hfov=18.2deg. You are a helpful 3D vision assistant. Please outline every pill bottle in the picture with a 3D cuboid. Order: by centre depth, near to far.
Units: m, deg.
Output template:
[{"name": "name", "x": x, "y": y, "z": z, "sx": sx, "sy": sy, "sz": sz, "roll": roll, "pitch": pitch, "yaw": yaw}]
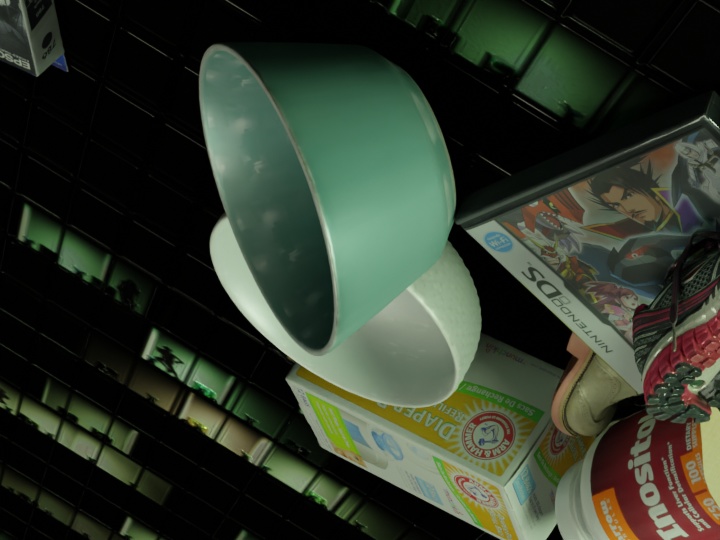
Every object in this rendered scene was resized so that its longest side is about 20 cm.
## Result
[{"name": "pill bottle", "x": 0.220, "y": 0.140, "z": 1.497, "sx": 0.113, "sy": 0.113, "sz": 0.200, "roll": 37, "pitch": 146, "yaw": -13}]

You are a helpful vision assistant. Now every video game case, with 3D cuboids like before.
[{"name": "video game case", "x": 0.185, "y": -0.010, "z": 1.329, "sx": 0.181, "sy": 0.026, "sz": 0.200, "roll": 42, "pitch": 140, "yaw": -24}]

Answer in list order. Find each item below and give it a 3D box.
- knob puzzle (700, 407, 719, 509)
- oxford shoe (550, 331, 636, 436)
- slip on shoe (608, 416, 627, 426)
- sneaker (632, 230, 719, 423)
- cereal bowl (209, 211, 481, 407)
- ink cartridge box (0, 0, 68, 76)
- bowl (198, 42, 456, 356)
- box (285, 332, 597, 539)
[{"name": "knob puzzle", "x": 0.294, "y": 0.105, "z": 1.351, "sx": 0.219, "sy": 0.030, "sz": 0.220, "roll": 4, "pitch": 126, "yaw": 5}, {"name": "oxford shoe", "x": 0.175, "y": 0.069, "z": 1.502, "sx": 0.074, "sy": 0.071, "sz": 0.200, "roll": 23, "pitch": 156, "yaw": 11}, {"name": "slip on shoe", "x": 0.256, "y": 0.165, "z": 1.604, "sx": 0.200, "sy": 0.074, "sz": 0.061, "roll": 26, "pitch": -167, "yaw": 28}, {"name": "sneaker", "x": 0.213, "y": 0.002, "z": 1.252, "sx": 0.081, "sy": 0.075, "sz": 0.200, "roll": 13, "pitch": 136, "yaw": -31}, {"name": "cereal bowl", "x": 0.000, "y": 0.000, "z": 1.550, "sx": 0.200, "sy": 0.083, "sz": 0.200, "roll": 26, "pitch": 152, "yaw": 15}, {"name": "ink cartridge box", "x": -0.261, "y": -0.196, "z": 1.546, "sx": 0.099, "sy": 0.039, "sz": 0.200, "roll": 25, "pitch": 157, "yaw": 13}, {"name": "bowl", "x": -0.013, "y": -0.059, "z": 1.375, "sx": 0.201, "sy": 0.105, "sz": 0.201, "roll": 55, "pitch": 157, "yaw": 37}, {"name": "box", "x": 0.063, "y": 0.106, "z": 1.650, "sx": 0.200, "sy": 0.101, "sz": 0.113, "roll": 25, "pitch": 157, "yaw": 29}]
